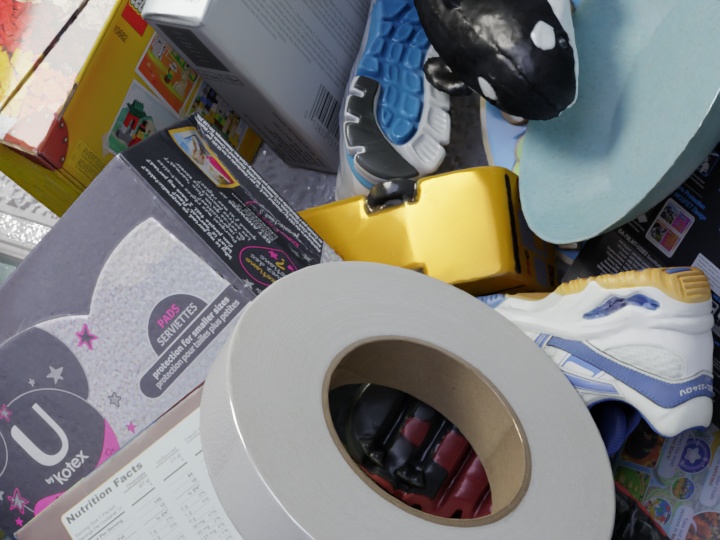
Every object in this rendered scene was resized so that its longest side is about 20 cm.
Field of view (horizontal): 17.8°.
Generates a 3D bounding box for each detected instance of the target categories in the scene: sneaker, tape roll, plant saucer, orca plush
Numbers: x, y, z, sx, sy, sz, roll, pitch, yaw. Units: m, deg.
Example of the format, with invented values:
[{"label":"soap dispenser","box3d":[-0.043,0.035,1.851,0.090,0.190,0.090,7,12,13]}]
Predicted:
[{"label":"sneaker","box3d":[0.095,0.053,1.155,0.200,0.075,0.089,-11,84,53]},{"label":"sneaker","box3d":[0.022,-0.113,1.301,0.075,0.087,0.201,25,56,-4]},{"label":"tape roll","box3d":[0.023,0.083,1.052,0.037,0.202,0.203,-56,52,39]},{"label":"sneaker","box3d":[0.081,0.121,1.163,0.200,0.098,0.071,34,82,6]},{"label":"plant saucer","box3d":[0.151,-0.098,1.154,0.201,0.039,0.202,-49,26,34]},{"label":"orca plush","box3d":[0.058,-0.168,1.219,0.105,0.071,0.201,-24,54,26]}]

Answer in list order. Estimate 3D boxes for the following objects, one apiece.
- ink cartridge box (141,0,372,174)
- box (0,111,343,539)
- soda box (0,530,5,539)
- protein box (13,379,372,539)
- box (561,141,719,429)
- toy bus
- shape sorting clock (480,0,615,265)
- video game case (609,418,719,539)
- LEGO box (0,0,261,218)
[{"label":"ink cartridge box","box3d":[-0.034,-0.171,1.270,0.043,0.200,0.175,11,74,26]},{"label":"box","box3d":[-0.121,0.041,1.183,0.132,0.115,0.200,45,113,1]},{"label":"soda box","box3d":[-0.196,0.080,1.315,0.200,0.064,0.068,-46,61,-1]},{"label":"protein box","box3d":[-0.032,0.183,1.122,0.135,0.199,0.200,-37,66,4]},{"label":"box","box3d":[0.218,-0.019,1.128,0.200,0.050,0.199,44,109,42]},{"label":"toy bus","box3d":[0.000,0.000,1.248,0.199,0.078,0.066,-15,70,25]},{"label":"shape sorting clock","box3d":[0.158,-0.092,1.235,0.199,0.039,0.201,-3,81,21]},{"label":"video game case","box3d":[0.139,0.101,1.197,0.199,0.018,0.144,16,76,27]},{"label":"LEGO box","box3d":[-0.131,-0.102,1.282,0.077,0.200,0.150,20,78,27]}]
